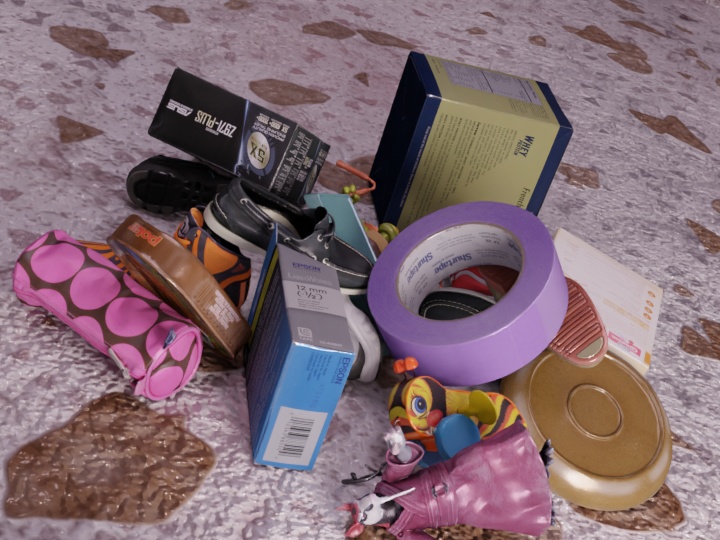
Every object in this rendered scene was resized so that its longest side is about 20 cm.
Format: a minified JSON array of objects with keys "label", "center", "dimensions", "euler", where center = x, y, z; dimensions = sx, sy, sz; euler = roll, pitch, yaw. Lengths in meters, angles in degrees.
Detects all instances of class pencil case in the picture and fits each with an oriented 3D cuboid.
[{"label":"pencil case","center":[-0.248,0.042,1.183],"dimensions":[0.199,0.091,0.094],"euler":[31,49,23]}]

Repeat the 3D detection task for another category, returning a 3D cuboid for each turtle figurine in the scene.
[{"label":"turtle figurine","center":[-0.004,-0.026,1.443],"dimensions":[0.201,0.064,0.161],"euler":[53,44,3]}]

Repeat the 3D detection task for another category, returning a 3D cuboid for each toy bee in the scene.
[{"label":"toy bee","center":[0.075,0.135,1.178],"dimensions":[0.199,0.130,0.110],"euler":[2,77,-52]}]

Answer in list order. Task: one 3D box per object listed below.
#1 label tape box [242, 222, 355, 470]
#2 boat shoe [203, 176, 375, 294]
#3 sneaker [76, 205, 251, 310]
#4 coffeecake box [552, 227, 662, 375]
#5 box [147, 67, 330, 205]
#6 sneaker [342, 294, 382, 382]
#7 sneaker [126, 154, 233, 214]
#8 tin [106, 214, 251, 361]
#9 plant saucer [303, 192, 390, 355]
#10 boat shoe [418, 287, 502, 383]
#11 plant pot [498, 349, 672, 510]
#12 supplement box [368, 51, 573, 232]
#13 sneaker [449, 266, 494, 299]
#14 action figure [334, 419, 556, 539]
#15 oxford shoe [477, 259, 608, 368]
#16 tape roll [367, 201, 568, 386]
[{"label":"label tape box","center":[-0.065,0.070,1.183],"dimensions":[0.066,0.144,0.201],"euler":[11,32,-14]},{"label":"boat shoe","center":[-0.060,-0.040,1.272],"dimensions":[0.198,0.066,0.075],"euler":[27,28,-15]},{"label":"sneaker","center":[-0.207,-0.023,1.278],"dimensions":[0.198,0.113,0.078],"euler":[14,30,-10]},{"label":"coffeecake box","center":[0.268,0.052,1.462],"dimensions":[0.153,0.073,0.200],"euler":[31,31,2]},{"label":"box","center":[-0.140,-0.157,1.482],"dimensions":[0.163,0.087,0.200],"euler":[25,2,9]},{"label":"sneaker","center":[-0.050,0.043,1.310],"dimensions":[0.079,0.074,0.200],"euler":[-6,39,-29]},{"label":"sneaker","center":[-0.172,-0.093,1.452],"dimensions":[0.198,0.076,0.079],"euler":[19,28,-2]},{"label":"tin","center":[-0.169,0.018,1.176],"dimensions":[0.112,0.200,0.042],"euler":[35,74,32]},{"label":"plant saucer","center":[0.000,0.000,1.361],"dimensions":[0.070,0.019,0.201],"euler":[-1,64,-51]},{"label":"boat shoe","center":[0.152,0.083,1.360],"dimensions":[0.199,0.076,0.060],"euler":[23,24,6]},{"label":"plant pot","center":[0.241,0.152,1.283],"dimensions":[0.198,0.028,0.201],"euler":[11,52,-15]},{"label":"supplement box","center":[0.137,-0.149,1.598],"dimensions":[0.198,0.201,0.135],"euler":[10,32,-15]},{"label":"sneaker","center":[0.131,0.008,1.491],"dimensions":[0.071,0.114,0.200],"euler":[11,1,-11]},{"label":"action figure","center":[0.073,0.194,1.108],"dimensions":[0.198,0.135,0.149],"euler":[-10,-1,-3]},{"label":"oxford shoe","center":[0.200,0.045,1.303],"dimensions":[0.070,0.074,0.200],"euler":[-32,43,-5]},{"label":"tape roll","center":[0.110,0.021,1.267],"dimensions":[0.198,0.066,0.201],"euler":[-14,42,13]}]
